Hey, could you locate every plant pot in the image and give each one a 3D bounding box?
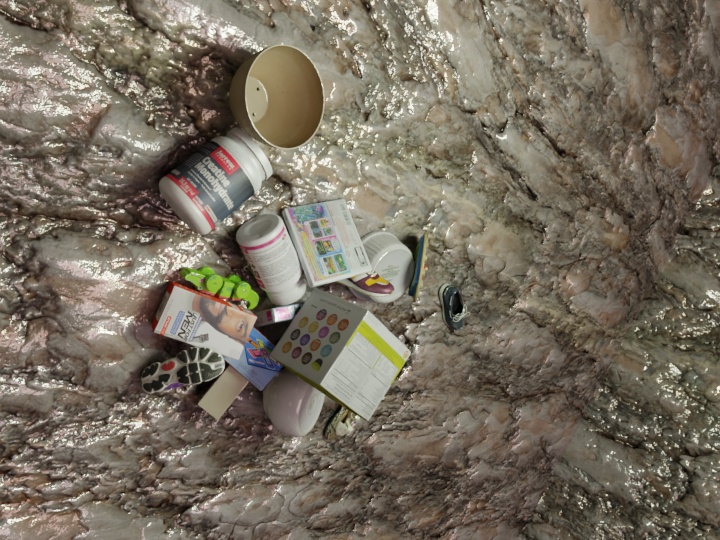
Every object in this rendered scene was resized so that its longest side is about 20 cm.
[{"bbox_3d":[-0.192,-0.352,1.208,0.200,0.134,0.201,-14,109,-45],"label":"plant pot"}]

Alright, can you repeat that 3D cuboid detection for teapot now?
[{"bbox_3d":[-0.189,0.327,1.537,0.197,0.146,0.201,39,67,-70],"label":"teapot"}]

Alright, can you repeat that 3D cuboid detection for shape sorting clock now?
[{"bbox_3d":[0.171,-0.008,1.670,0.039,0.200,0.201,10,107,-2],"label":"shape sorting clock"}]

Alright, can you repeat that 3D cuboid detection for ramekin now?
[{"bbox_3d":[0.061,-0.001,1.625,0.202,0.094,0.203,-18,121,-33],"label":"ramekin"}]

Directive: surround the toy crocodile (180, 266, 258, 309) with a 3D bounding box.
[{"bbox_3d":[-0.318,0.037,1.340,0.200,0.067,0.062,20,96,-44],"label":"toy crocodile"}]

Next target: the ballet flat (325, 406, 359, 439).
[{"bbox_3d":[-0.034,0.434,1.760,0.068,0.075,0.200,34,86,-45],"label":"ballet flat"}]

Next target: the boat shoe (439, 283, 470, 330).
[{"bbox_3d":[0.312,0.127,1.919,0.075,0.062,0.201,-36,129,-25],"label":"boat shoe"}]

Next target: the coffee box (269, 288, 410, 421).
[{"bbox_3d":[-0.046,0.196,1.378,0.198,0.199,0.200,-56,132,-14],"label":"coffee box"}]

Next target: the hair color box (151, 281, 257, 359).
[{"bbox_3d":[-0.347,0.113,1.312,0.200,0.064,0.111,24,89,-28],"label":"hair color box"}]

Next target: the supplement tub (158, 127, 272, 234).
[{"bbox_3d":[-0.295,-0.184,1.205,0.200,0.140,0.141,-44,131,-16],"label":"supplement tub"}]

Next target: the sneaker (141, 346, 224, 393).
[{"bbox_3d":[-0.390,0.221,1.316,0.083,0.199,0.081,28,49,-71],"label":"sneaker"}]

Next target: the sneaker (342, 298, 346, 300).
[{"bbox_3d":[-0.044,0.183,1.632,0.075,0.078,0.201,-17,120,-33],"label":"sneaker"}]

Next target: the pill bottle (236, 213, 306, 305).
[{"bbox_3d":[-0.203,-0.021,1.378,0.113,0.113,0.200,-36,129,-22],"label":"pill bottle"}]

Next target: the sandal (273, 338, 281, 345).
[{"bbox_3d":[-0.166,0.214,1.551,0.200,0.081,0.055,48,39,-53],"label":"sandal"}]

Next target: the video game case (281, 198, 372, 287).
[{"bbox_3d":[-0.080,-0.071,1.437,0.182,0.024,0.201,-15,79,-36],"label":"video game case"}]

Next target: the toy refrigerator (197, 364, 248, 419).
[{"bbox_3d":[-0.303,0.261,1.434,0.070,0.076,0.200,39,80,-6],"label":"toy refrigerator"}]

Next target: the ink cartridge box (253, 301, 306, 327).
[{"bbox_3d":[-0.159,0.103,1.471,0.199,0.119,0.042,-7,84,-37],"label":"ink cartridge box"}]

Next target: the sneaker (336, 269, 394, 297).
[{"bbox_3d":[0.000,0.000,1.510,0.075,0.199,0.090,-32,140,-68],"label":"sneaker"}]

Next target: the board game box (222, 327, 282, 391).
[{"bbox_3d":[-0.278,0.182,1.396,0.200,0.019,0.103,43,82,-6],"label":"board game box"}]
